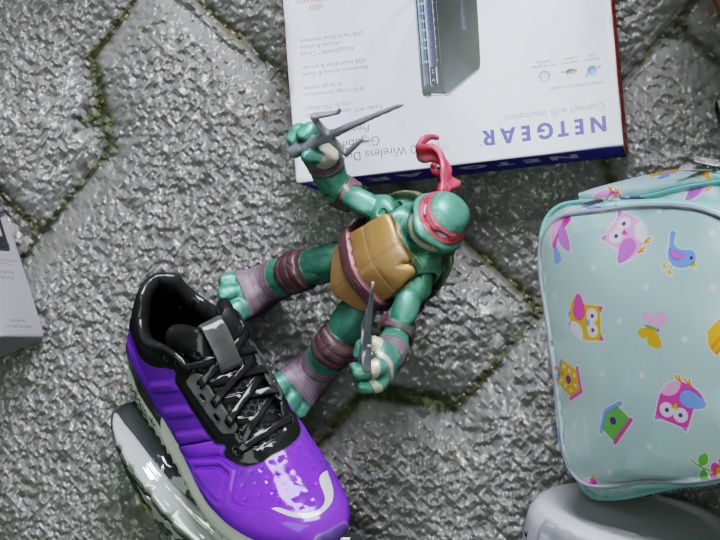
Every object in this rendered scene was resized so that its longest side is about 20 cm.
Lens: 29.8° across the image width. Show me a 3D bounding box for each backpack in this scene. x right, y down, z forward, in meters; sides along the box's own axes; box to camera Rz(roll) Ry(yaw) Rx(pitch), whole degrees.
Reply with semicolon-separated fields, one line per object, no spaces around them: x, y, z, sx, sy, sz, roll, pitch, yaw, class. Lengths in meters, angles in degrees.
0.193;0.030;0.688;0.198;0.153;0.179;-8;86;32;backpack

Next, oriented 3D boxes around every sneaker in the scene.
-0.073;0.145;0.828;0.084;0.075;0.200;-40;69;-19;sneaker
-0.078;0.074;0.772;0.200;0.069;0.100;42;143;34;sneaker

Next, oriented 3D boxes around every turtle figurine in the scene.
0.000;0.000;0.765;0.200;0.100;0.151;-40;60;45;turtle figurine

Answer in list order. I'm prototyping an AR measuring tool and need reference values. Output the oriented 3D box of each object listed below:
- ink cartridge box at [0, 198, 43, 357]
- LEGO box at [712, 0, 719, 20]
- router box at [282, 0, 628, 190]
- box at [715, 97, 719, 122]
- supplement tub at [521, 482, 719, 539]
-0.299;-0.030;0.887;0.115;0.068;0.202;-22;82;12;ink cartridge box
0.208;-0.196;0.695;0.076;0.200;0.151;-24;82;12;LEGO box
0.054;-0.149;0.810;0.197;0.049;0.182;-6;86;14;router box
0.296;-0.026;0.747;0.135;0.038;0.202;-22;82;13;box
0.134;0.227;0.726;0.121;0.122;0.203;11;99;15;supplement tub
